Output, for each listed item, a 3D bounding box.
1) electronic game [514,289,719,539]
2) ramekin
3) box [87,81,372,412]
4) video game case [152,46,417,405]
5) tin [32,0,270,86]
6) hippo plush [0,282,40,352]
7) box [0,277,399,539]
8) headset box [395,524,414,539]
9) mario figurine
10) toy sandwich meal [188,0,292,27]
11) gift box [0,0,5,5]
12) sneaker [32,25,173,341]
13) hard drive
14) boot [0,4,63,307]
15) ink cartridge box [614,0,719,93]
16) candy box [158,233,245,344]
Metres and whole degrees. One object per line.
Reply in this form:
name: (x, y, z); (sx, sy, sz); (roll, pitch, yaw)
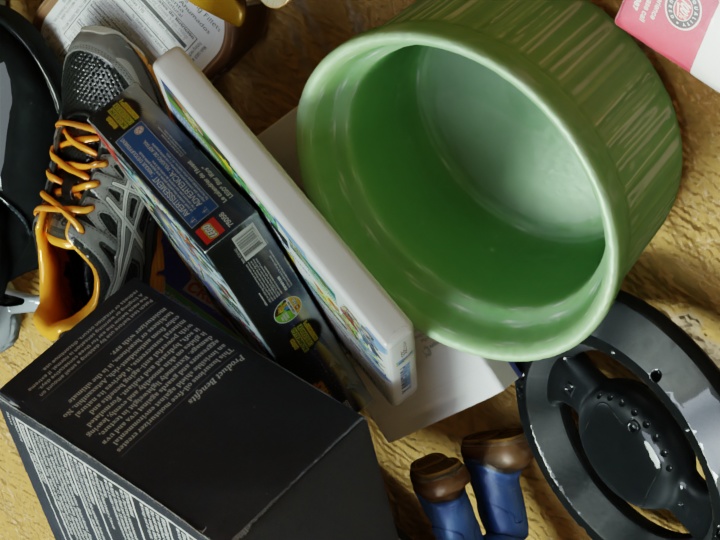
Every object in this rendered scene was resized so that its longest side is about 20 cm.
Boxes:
electronic game: (0.158, 0.097, 1.343); (0.200, 0.042, 0.201); (38, 145, 34)
ramekin: (0.073, -0.061, 1.260); (0.199, 0.098, 0.201); (24, 135, 26)
box: (-0.074, -0.004, 1.374); (0.137, 0.040, 0.200); (47, 172, 39)
video game case: (-0.038, -0.020, 1.319); (0.200, 0.022, 0.182); (51, 173, 11)
tin: (-0.128, -0.147, 1.415); (0.112, 0.042, 0.200); (44, 141, -4)
hippo plush: (-0.314, 0.003, 1.607); (0.161, 0.159, 0.200); (61, 156, -2)
box: (-0.084, 0.143, 1.391); (0.198, 0.123, 0.200); (30, 149, 35)
headset box: (-0.013, 0.242, 1.592); (0.149, 0.077, 0.200); (40, 146, 5)
mario figurine: (0.103, 0.200, 1.435); (0.123, 0.106, 0.201); (-17, 101, 7)
toy sandwich meal: (-0.086, -0.219, 1.264); (0.204, 0.070, 0.206); (12, 121, 21)
gift box: (-0.341, -0.182, 1.459); (0.199, 0.185, 0.187); (27, 139, 13)
sneaker: (-0.158, -0.046, 1.418); (0.078, 0.077, 0.201); (13, 111, 35)
hard drive: (0.000, 0.000, 1.409); (0.200, 0.025, 0.132); (56, 145, -2)
boot: (-0.248, -0.044, 1.461); (0.073, 0.162, 0.199); (25, 139, 34)
ink cartridge box: (0.235, -0.128, 1.072); (0.200, 0.084, 0.145); (35, 139, 15)
candy box: (-0.113, 0.086, 1.564); (0.169, 0.077, 0.200); (36, 138, 14)
